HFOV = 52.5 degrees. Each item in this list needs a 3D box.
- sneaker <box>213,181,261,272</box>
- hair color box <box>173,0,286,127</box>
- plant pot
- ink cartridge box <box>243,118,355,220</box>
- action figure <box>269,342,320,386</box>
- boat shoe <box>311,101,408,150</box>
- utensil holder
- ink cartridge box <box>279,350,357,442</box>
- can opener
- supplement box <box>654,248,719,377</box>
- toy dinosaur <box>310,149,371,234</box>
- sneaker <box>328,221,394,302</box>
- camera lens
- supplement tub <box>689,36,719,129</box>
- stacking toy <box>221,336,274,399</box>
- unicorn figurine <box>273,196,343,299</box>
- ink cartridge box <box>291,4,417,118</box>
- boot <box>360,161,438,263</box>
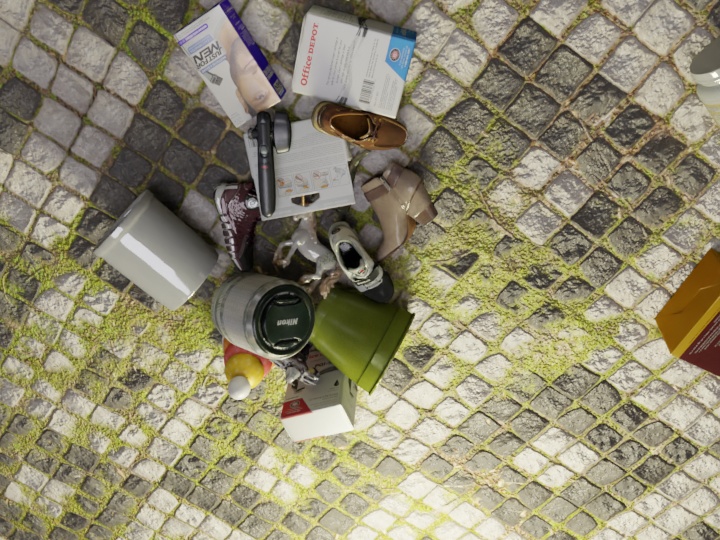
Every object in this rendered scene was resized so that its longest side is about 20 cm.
[{"bbox_3d":[-0.224,-0.092,1.513,0.115,0.076,0.201,-9,118,8],"label":"sneaker"},{"bbox_3d":[-0.239,-0.382,1.354,0.109,0.065,0.200,-26,115,19],"label":"hair color box"},{"bbox_3d":[-0.012,0.132,1.566,0.192,0.200,0.201,30,119,3],"label":"plant pot"},{"bbox_3d":[-0.114,-0.201,1.423,0.199,0.044,0.175,-9,99,11],"label":"ink cartridge box"},{"bbox_3d":[-0.137,0.186,1.588,0.130,0.200,0.069,42,117,-16],"label":"action figure"},{"bbox_3d":[0.008,-0.261,1.356,0.199,0.068,0.072,8,106,-31],"label":"boat shoe"},{"bbox_3d":[-0.418,-0.040,1.510,0.200,0.170,0.170,41,116,-20],"label":"utensil holder"},{"bbox_3d":[-0.087,0.269,1.627,0.146,0.200,0.083,-16,122,14],"label":"ink cartridge box"},{"bbox_3d":[-0.175,-0.201,1.380,0.078,0.063,0.201,5,100,8],"label":"can opener"},{"bbox_3d":[0.755,0.102,1.484,0.199,0.133,0.198,24,119,-7],"label":"supplement box"},{"bbox_3d":[-0.049,-0.164,1.472,0.088,0.048,0.201,15,117,-7],"label":"toy dinosaur"},{"bbox_3d":[0.000,0.000,1.480,0.074,0.089,0.200,-35,112,12],"label":"sneaker"},{"bbox_3d":[-0.201,0.090,1.503,0.199,0.160,0.161,10,134,53],"label":"camera lens"},{"bbox_3d":[0.674,-0.302,1.255,0.145,0.146,0.200,-36,111,23],"label":"supplement tub"},{"bbox_3d":[-0.257,0.217,1.619,0.145,0.200,0.147,3,120,5],"label":"stacking toy"},{"bbox_3d":[-0.111,-0.048,1.509,0.137,0.074,0.200,-46,110,-10],"label":"unicorn figurine"},{"bbox_3d":[-0.012,-0.378,1.319,0.199,0.084,0.147,15,121,-2],"label":"ink cartridge box"},{"bbox_3d":[0.056,-0.122,1.477,0.146,0.070,0.200,44,120,-8],"label":"boot"}]
